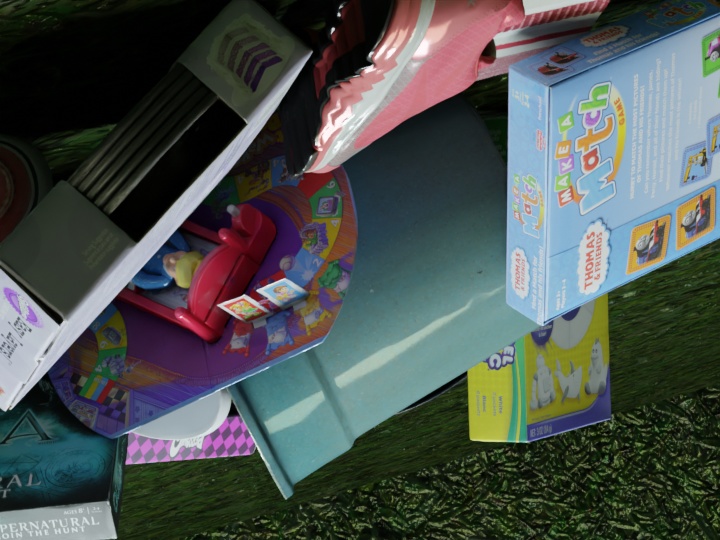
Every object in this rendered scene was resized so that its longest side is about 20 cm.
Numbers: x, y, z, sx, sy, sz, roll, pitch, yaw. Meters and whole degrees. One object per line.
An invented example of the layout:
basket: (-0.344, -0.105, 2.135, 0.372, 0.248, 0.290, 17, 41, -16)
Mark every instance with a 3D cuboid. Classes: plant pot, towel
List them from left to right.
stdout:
plant pot: (0.000, 0.000, 1.487, 0.196, 0.200, 0.200, -26, 170, -1)
towel: (0.062, -0.135, 1.311, 0.144, 0.023, 0.200, -14, 167, -13)

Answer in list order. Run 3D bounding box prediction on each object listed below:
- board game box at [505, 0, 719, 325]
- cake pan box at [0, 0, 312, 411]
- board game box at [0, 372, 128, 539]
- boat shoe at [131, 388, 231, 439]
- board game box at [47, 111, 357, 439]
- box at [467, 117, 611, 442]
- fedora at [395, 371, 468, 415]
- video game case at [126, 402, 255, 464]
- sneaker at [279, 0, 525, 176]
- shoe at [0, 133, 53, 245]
board game box: (0.165, -0.073, 1.419, 0.200, 0.151, 0.037, -25, -140, -32)
cake pan box: (-0.115, -0.029, 1.239, 0.184, 0.052, 0.200, -51, -178, -20)
board game box: (-0.226, 0.103, 1.387, 0.200, 0.028, 0.135, -6, -147, 3)
boat shoe: (-0.157, 0.047, 1.564, 0.200, 0.069, 0.057, 21, -168, 24)
board game box: (-0.099, -0.008, 1.369, 0.200, 0.158, 0.039, -25, 145, 18)
box: (0.112, 0.002, 1.621, 0.048, 0.200, 0.117, -1, -175, 33)
fedora: (0.000, 0.002, 1.646, 0.200, 0.201, 0.092, -18, 138, 0)
video game case: (-0.185, 0.078, 1.673, 0.181, 0.036, 0.200, 22, -173, 25)
sneaker: (0.018, -0.093, 1.225, 0.087, 0.074, 0.200, 0, 163, -19)
shoe: (-0.252, -0.017, 1.241, 0.200, 0.072, 0.091, -17, 176, 16)
